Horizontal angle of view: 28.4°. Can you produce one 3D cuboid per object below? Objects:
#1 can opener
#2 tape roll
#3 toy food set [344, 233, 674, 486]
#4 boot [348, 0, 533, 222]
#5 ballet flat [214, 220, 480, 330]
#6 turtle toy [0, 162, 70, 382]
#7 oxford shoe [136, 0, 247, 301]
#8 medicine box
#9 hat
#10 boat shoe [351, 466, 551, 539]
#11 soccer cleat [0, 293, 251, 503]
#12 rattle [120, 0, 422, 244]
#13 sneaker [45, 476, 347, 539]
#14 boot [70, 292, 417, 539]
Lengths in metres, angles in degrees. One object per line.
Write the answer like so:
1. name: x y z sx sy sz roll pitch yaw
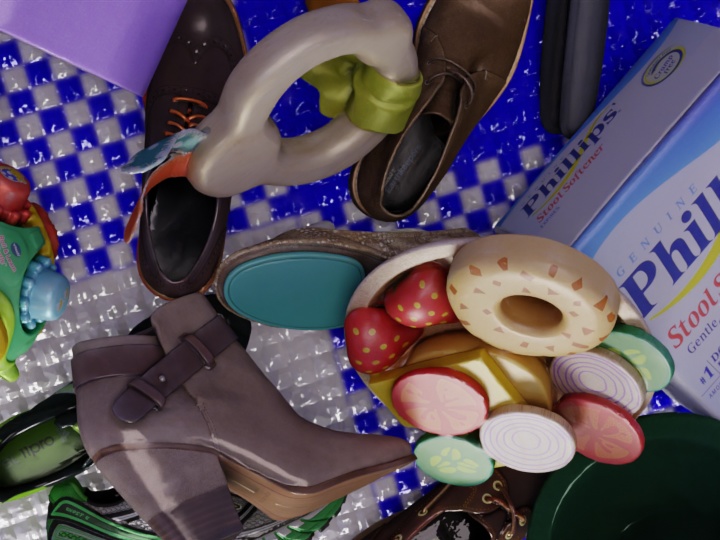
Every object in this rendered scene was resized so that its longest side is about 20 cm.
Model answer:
1. can opener: 0.143 -0.184 0.914 0.078 0.063 0.201 5 96 -10
2. tape roll: -0.199 -0.168 0.791 0.200 0.200 0.066 25 93 -11
3. toy food set: 0.086 0.057 0.861 0.200 0.049 0.198 -18 127 32
4. boot: 0.061 -0.119 0.904 0.073 0.075 0.200 26 91 -10
5. ballet flat: 0.000 0.000 0.911 0.199 0.065 0.071 4 125 -21
6. turtle toy: -0.239 -0.028 0.844 0.101 0.146 0.201 -26 102 -27
7. oxford shoe: -0.101 -0.082 0.876 0.071 0.073 0.201 3 86 -7
8. medicine box: 0.223 -0.025 0.909 0.200 0.103 0.182 41 89 -25
9. hat: 0.210 0.202 0.948 0.200 0.176 0.166 -23 60 19
10. boat shoe: 0.077 0.166 0.945 0.200 0.070 0.070 -38 99 -4
11. soccer cleat: -0.151 0.084 0.890 0.200 0.081 0.068 -33 101 -6
12. rattle: -0.075 -0.115 0.834 0.200 0.130 0.143 -27 75 -7
13. sneaker: -0.104 0.150 0.909 0.199 0.078 0.085 -12 94 -9
14. boot: -0.073 0.082 0.858 0.200 0.070 0.146 -14 70 -40
